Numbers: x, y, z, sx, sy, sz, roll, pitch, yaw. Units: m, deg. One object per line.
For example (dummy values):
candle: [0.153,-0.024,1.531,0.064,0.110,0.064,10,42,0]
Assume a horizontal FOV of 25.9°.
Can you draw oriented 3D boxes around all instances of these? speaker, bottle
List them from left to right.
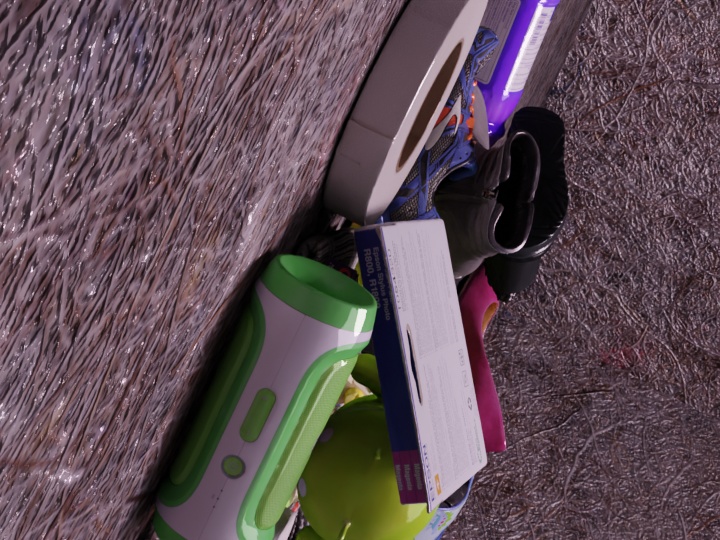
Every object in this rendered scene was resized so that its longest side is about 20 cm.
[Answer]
speaker: [-0.063,0.094,1.017,0.201,0.088,0.088,-64,174,14]
bottle: [0.120,-0.183,1.429,0.201,0.065,0.084,-69,168,19]

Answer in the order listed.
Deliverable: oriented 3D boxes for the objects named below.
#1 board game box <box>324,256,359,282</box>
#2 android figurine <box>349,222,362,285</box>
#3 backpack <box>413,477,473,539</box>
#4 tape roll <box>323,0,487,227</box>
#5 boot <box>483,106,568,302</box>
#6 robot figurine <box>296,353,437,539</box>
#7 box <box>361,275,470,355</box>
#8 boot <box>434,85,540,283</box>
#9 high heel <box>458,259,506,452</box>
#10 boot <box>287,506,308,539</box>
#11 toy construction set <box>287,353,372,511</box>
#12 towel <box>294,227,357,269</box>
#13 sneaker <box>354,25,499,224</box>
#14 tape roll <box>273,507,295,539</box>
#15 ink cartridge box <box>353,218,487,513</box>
board game box: [-0.038,0.075,1.173,0.120,0.032,0.200,-58,170,-14]
android figurine: [0.000,0.000,1.358,0.200,0.041,0.182,-66,177,39]
backpack: [0.013,0.221,1.701,0.147,0.199,0.183,-63,176,29]
tape roll: [0.034,-0.126,1.125,0.203,0.037,0.203,-62,175,-9]
boot: [0.145,-0.037,1.449,0.163,0.073,0.199,98,4,-46]
robot figurine: [0.012,0.163,1.266,0.200,0.115,0.176,-20,130,-82]
box: [0.073,-0.010,1.559,0.141,0.079,0.201,-24,130,-74]
boot: [0.106,-0.092,1.312,0.132,0.070,0.201,-33,-128,57]
high heel: [0.126,0.080,1.520,0.067,0.096,0.200,84,28,-57]
boot: [-0.100,0.283,1.593,0.211,0.079,0.159,-22,-116,53]
toy construction set: [-0.044,0.150,1.413,0.131,0.092,0.200,-36,-176,38]
towel: [-0.057,0.062,1.180,0.201,0.034,0.193,-63,175,7]
sneaker: [0.065,-0.109,1.269,0.201,0.078,0.075,-61,175,-14]
tape roll: [-0.131,0.275,1.311,0.203,0.071,0.202,-62,174,-11]
ink cartridge box: [0.039,0.063,1.128,0.200,0.043,0.197,-9,89,-73]
